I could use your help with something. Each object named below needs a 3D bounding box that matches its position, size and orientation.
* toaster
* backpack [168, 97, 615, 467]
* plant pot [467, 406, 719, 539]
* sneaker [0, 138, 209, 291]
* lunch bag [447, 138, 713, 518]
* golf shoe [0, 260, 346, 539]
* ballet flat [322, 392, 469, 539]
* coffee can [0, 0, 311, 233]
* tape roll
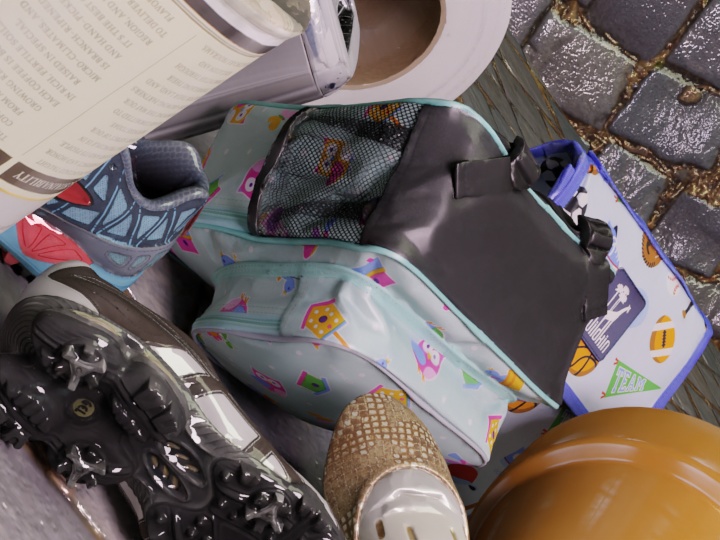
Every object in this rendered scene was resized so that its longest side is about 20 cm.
[{"bbox_3d":[-0.073,-0.141,1.005,0.200,0.128,0.115,-83,159,-69],"label":"toaster"},{"bbox_3d":[0.000,0.000,0.924,0.199,0.154,0.176,19,-14,47],"label":"backpack"},{"bbox_3d":[0.119,0.190,0.934,0.201,0.199,0.183,59,30,3],"label":"plant pot"},{"bbox_3d":[-0.133,-0.064,0.752,0.200,0.095,0.080,40,22,-52],"label":"sneaker"},{"bbox_3d":[0.085,0.033,1.081,0.170,0.199,0.124,49,16,-35],"label":"lunch bag"},{"bbox_3d":[-0.064,0.072,0.745,0.200,0.077,0.095,53,15,-26],"label":"golf shoe"},{"bbox_3d":[0.026,0.147,0.782,0.065,0.070,0.202,147,-62,-63],"label":"ballet flat"},{"bbox_3d":[-0.136,-0.079,0.560,0.147,0.199,0.147,53,15,-21],"label":"coffee can"},{"bbox_3d":[-0.012,-0.206,1.247,0.203,0.202,0.140,44,19,-44],"label":"tape roll"}]
